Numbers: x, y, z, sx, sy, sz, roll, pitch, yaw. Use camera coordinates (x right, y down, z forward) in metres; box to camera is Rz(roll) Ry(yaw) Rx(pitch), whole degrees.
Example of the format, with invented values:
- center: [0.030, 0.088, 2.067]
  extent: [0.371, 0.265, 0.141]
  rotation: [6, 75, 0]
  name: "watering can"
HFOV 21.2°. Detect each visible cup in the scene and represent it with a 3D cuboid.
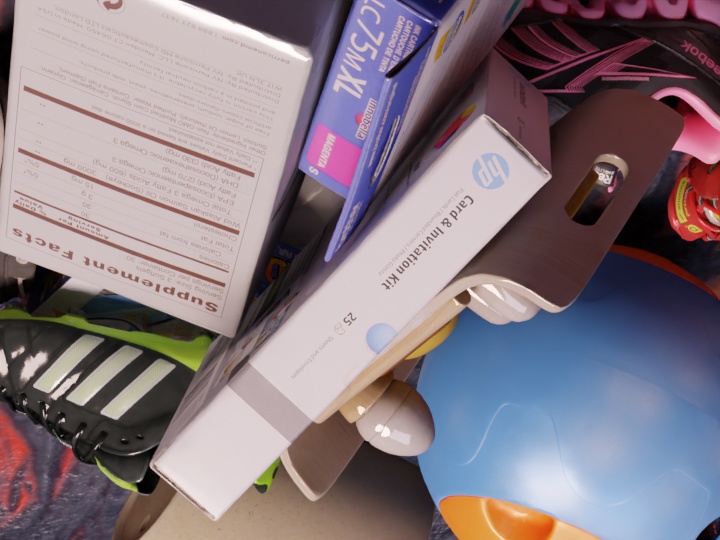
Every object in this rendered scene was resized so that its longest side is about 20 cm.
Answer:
- center: [-0.070, 0.171, 1.206]
  extent: [0.143, 0.201, 0.200]
  rotation: [36, 132, -17]
  name: "cup"

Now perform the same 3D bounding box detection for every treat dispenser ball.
- center: [0.130, 0.085, 1.085]
  extent: [0.200, 0.202, 0.201]
  rotation: [-8, 149, -4]
  name: "treat dispenser ball"

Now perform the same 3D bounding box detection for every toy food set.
- center: [0.054, 0.015, 0.851]
  extent: [0.060, 0.144, 0.200]
  rotation: [44, 137, -6]
  name: "toy food set"

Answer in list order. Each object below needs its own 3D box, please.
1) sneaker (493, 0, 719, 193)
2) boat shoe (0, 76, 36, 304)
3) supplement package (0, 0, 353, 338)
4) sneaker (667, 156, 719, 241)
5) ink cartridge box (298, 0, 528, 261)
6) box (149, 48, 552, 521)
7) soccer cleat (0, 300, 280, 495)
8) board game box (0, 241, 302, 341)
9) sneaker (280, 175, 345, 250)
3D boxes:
- center: [0.089, -0.080, 0.904]
  extent: [0.199, 0.096, 0.079]
  rotation: [-6, 151, -5]
  name: "sneaker"
- center: [-0.175, -0.037, 0.932]
  extent: [0.057, 0.067, 0.200]
  rotation: [-13, 158, -27]
  name: "boat shoe"
- center: [-0.071, -0.085, 0.789]
  extent: [0.117, 0.117, 0.200]
  rotation: [20, 146, 0]
  name: "supplement package"
- center: [0.195, -0.032, 0.965]
  extent: [0.085, 0.077, 0.200]
  rotation: [-14, -175, 20]
  name: "sneaker"
- center: [0.035, -0.107, 0.763]
  extent: [0.042, 0.200, 0.119]
  rotation: [30, 145, 6]
  name: "ink cartridge box"
- center: [0.000, 0.000, 0.827]
  extent: [0.041, 0.156, 0.200]
  rotation: [40, 105, -7]
  name: "box"
- center: [-0.131, 0.065, 0.957]
  extent: [0.199, 0.081, 0.068]
  rotation: [7, 163, 8]
  name: "soccer cleat"
- center: [-0.100, 0.026, 1.008]
  extent: [0.135, 0.035, 0.200]
  rotation: [22, 151, -20]
  name: "board game box"
- center: [-0.018, -0.026, 0.981]
  extent: [0.199, 0.071, 0.073]
  rotation: [-21, 148, 18]
  name: "sneaker"
